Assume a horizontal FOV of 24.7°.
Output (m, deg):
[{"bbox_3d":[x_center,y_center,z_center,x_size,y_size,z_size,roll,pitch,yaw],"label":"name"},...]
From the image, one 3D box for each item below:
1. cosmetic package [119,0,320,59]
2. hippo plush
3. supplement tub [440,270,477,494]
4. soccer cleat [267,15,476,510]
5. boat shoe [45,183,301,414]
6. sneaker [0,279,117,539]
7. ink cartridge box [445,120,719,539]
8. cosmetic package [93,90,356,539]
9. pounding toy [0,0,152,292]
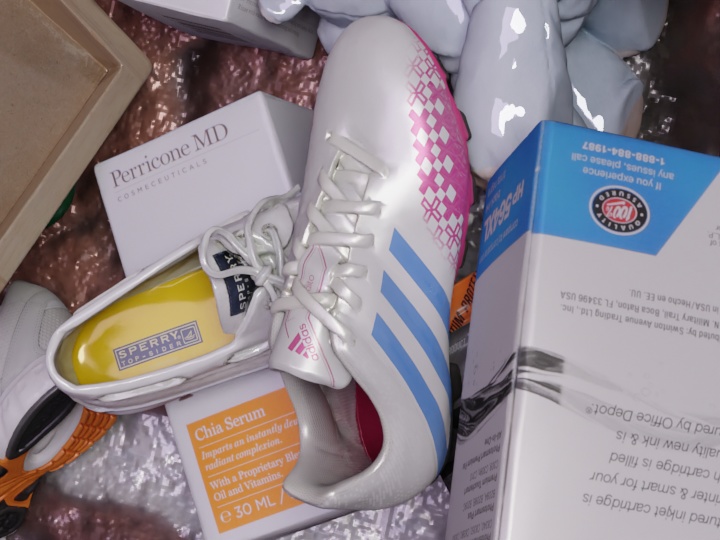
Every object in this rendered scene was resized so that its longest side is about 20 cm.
[{"bbox_3d":[-0.050,-0.215,0.800,0.081,0.113,0.202,15,91,20],"label":"cosmetic package"},{"bbox_3d":[0.031,-0.114,0.733,0.160,0.200,0.160,11,69,28],"label":"hippo plush"},{"bbox_3d":[0.103,0.092,0.722,0.122,0.122,0.201,-31,77,16],"label":"supplement tub"},{"bbox_3d":[0.000,0.000,0.657,0.070,0.086,0.202,3,99,42],"label":"soccer cleat"},{"bbox_3d":[-0.049,0.005,0.722,0.201,0.086,0.075,-21,81,6],"label":"boat shoe"},{"bbox_3d":[-0.211,0.090,0.875,0.200,0.076,0.092,-43,57,13],"label":"sneaker"},{"bbox_3d":[0.113,0.062,0.617,0.145,0.084,0.202,12,74,-10],"label":"ink cartridge box"},{"bbox_3d":[-0.047,0.026,0.808,0.101,0.071,0.201,-22,80,18],"label":"cosmetic package"},{"bbox_3d":[-0.220,-0.062,0.804,0.142,0.200,0.185,-7,45,48],"label":"pounding toy"}]
